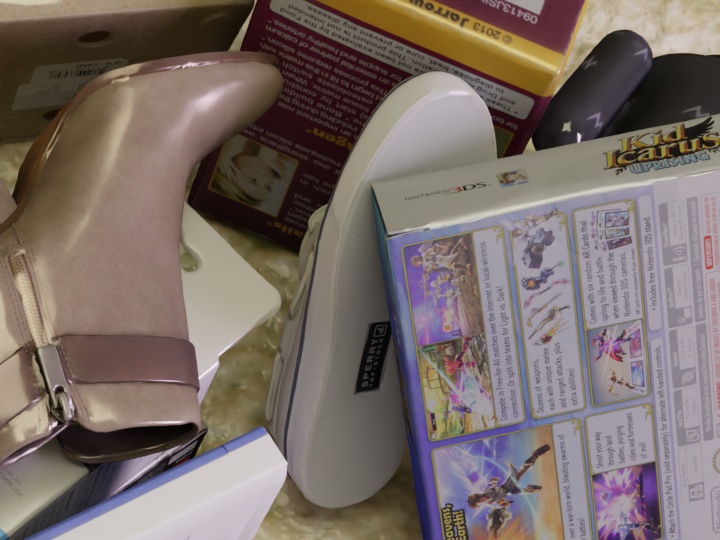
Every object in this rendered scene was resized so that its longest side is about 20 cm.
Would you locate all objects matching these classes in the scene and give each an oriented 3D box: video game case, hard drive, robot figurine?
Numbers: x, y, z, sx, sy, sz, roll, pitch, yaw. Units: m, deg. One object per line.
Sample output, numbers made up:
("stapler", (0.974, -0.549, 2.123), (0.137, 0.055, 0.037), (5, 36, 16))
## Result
("video game case", (0.106, 0.037, 1.109), (0.181, 0.200, 0.045), (-12, 35, -5))
("hard drive", (-0.130, 0.136, 1.041), (0.200, 0.132, 0.025), (-25, 71, -27))
("robot figurine", (0.138, -0.018, 1.215), (0.150, 0.125, 0.200), (41, 59, 7))

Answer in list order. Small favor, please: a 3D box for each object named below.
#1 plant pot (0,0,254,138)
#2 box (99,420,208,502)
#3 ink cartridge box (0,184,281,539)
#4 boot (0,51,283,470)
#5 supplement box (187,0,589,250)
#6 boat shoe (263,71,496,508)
("plant pot", (-0.141, -0.165, 1.190), (0.200, 0.200, 0.177), (-7, 72, -20))
("box", (-0.173, 0.086, 1.117), (0.200, 0.035, 0.110), (-35, 75, -30))
("ink cartridge box", (-0.141, 0.046, 1.088), (0.116, 0.067, 0.200), (44, 58, 12))
("boot", (-0.096, 0.000, 1.055), (0.200, 0.070, 0.146), (-17, 71, -23))
("supplement box", (0.016, -0.091, 1.178), (0.131, 0.200, 0.103), (23, 56, -3))
("boat shoe", (0.000, 0.000, 1.131), (0.071, 0.200, 0.070), (-4, 32, -30))
